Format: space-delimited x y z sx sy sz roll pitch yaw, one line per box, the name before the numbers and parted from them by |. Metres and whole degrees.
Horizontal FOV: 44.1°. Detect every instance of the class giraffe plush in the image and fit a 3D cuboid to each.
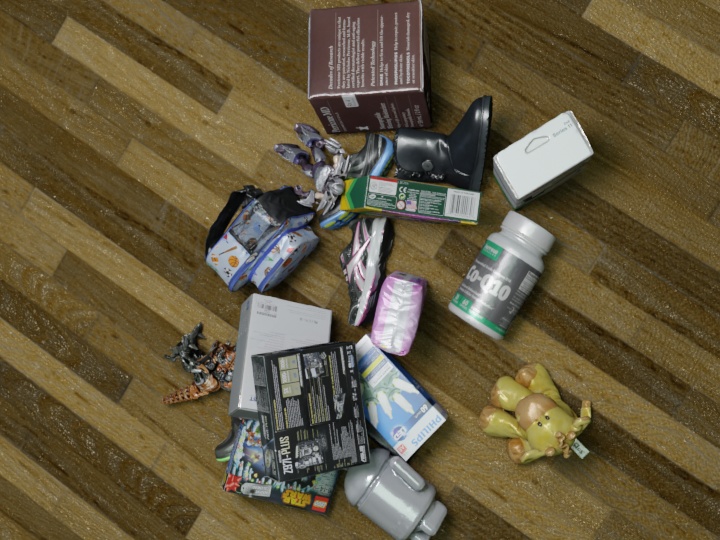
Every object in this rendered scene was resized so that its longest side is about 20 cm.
giraffe plush | 0.304 0.259 1.489 0.198 0.162 0.175 28 92 10

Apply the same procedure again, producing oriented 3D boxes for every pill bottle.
pill bottle | 0.246 0.008 1.534 0.112 0.113 0.202 31 93 9

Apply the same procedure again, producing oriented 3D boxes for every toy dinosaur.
toy dinosaur | -0.286 0.179 1.634 0.199 0.102 0.136 -41 99 -15

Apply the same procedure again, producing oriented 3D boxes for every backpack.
backpack | -0.177 -0.048 1.582 0.190 0.199 0.155 -39 81 19

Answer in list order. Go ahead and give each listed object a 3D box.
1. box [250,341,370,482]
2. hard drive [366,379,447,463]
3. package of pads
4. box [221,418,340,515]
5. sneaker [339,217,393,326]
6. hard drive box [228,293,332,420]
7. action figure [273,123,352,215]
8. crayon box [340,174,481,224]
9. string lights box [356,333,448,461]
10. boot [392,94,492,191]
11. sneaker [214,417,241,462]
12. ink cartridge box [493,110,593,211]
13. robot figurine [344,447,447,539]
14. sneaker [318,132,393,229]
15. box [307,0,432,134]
box | -0.082 0.227 1.459 0.161 0.086 0.204 -8 89 -22
hard drive | 0.043 0.238 1.596 0.199 0.042 0.135 40 94 9
package of pads | 0.067 0.069 1.519 0.074 0.200 0.123 16 94 5
box | -0.134 0.344 1.584 0.197 0.040 0.139 17 91 -16
sneaker | 0.000 0.000 1.605 0.085 0.080 0.204 10 82 21
hard drive box | -0.139 0.160 1.551 0.153 0.077 0.204 13 67 -20
action figure | -0.079 -0.183 1.573 0.131 0.069 0.201 -55 42 16
crayon box | 0.081 -0.117 1.505 0.196 0.172 0.060 7 92 -15
string lights box | 0.048 0.217 1.543 0.103 0.059 0.200 -45 81 5
boot | 0.138 -0.222 1.535 0.165 0.202 0.077 10 49 7
sneaker | -0.205 0.257 1.616 0.083 0.077 0.201 38 84 -12
ink cartridge box | 0.301 -0.178 1.487 0.145 0.200 0.084 -31 84 7
robot figurine | 0.053 0.389 1.551 0.199 0.113 0.171 35 128 8
sneaker | -0.014 -0.161 1.611 0.082 0.071 0.201 34 88 13
box | 0.021 -0.348 1.547 0.196 0.166 0.168 -3 77 10
